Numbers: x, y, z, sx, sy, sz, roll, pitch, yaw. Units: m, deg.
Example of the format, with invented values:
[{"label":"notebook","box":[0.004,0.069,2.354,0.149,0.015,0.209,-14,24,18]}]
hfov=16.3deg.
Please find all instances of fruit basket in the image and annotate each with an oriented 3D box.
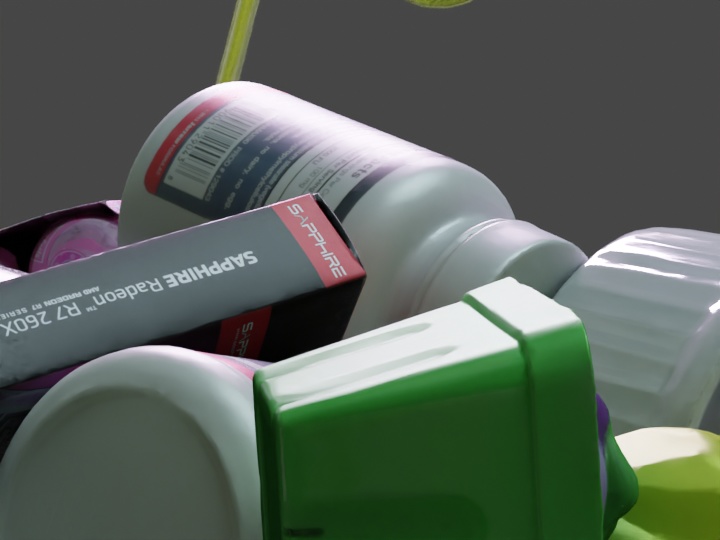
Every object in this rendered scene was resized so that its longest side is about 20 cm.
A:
[{"label":"fruit basket","box":[0.071,0.105,0.777,0.215,0.216,0.156,16,4,-8]}]

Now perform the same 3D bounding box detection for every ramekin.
[{"label":"ramekin","box":[0.141,0.078,1.041,0.098,0.201,0.200,17,3,38]}]

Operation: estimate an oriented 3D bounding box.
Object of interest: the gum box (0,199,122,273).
[{"label":"gum box","box":[-0.187,0.021,1.244,0.199,0.066,0.113,-17,-1,7]}]

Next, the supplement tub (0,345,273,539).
[{"label":"supplement tub","box":[-0.026,0.104,0.920,0.140,0.141,0.200,20,5,35]}]

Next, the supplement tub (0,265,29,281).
[{"label":"supplement tub","box":[-0.168,0.058,1.099,0.199,0.123,0.123,15,4,-13]}]

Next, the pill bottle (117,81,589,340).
[{"label":"pill bottle","box":[0.000,0.000,1.087,0.200,0.120,0.119,25,8,40]}]

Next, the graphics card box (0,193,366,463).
[{"label":"graphics card box","box":[-0.102,0.049,0.955,0.200,0.126,0.051,-16,57,-31]}]
